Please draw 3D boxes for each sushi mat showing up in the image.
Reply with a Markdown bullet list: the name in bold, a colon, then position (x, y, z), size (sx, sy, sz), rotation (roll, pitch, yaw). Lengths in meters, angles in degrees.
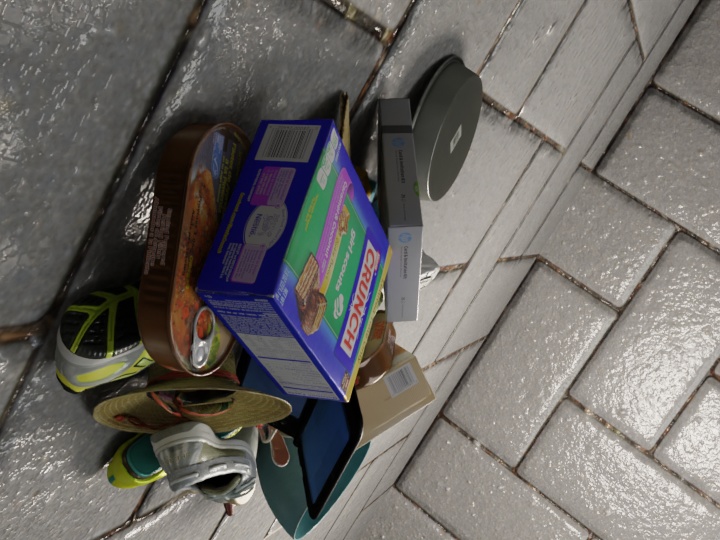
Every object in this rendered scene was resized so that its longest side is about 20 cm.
- **sushi mat**: position (-0.015, -0.083, 0.879), size (0.202, 0.012, 0.097), rotation (86, 8, -46)

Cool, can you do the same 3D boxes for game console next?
- **game console**: position (-0.084, 0.165, 0.962), size (0.117, 0.174, 0.202), rotation (-60, 176, -50)

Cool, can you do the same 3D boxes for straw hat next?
- **straw hat**: position (-0.165, 0.099, 0.792), size (0.202, 0.197, 0.087), rotation (78, 9, -67)

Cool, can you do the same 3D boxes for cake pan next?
- **cake pan**: position (0.111, -0.180, 1.080), size (0.201, 0.036, 0.202), rotation (-54, 157, -35)

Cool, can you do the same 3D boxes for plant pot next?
- **plant pot**: position (-0.094, 0.315, 1.330), size (0.201, 0.134, 0.201), rotation (-49, 162, -22)

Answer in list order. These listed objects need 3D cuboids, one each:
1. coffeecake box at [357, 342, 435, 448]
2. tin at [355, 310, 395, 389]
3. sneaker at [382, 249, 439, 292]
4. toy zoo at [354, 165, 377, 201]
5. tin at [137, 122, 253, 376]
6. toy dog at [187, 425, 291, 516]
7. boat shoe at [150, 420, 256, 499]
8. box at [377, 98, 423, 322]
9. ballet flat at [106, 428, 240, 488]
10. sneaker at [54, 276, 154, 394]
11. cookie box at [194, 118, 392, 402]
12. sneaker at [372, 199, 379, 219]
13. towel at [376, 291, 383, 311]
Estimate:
- **coffeecake box**: position (-0.003, 0.168, 1.168), size (0.152, 0.074, 0.200), rotation (-30, -166, -11)
- **tin**: position (-0.007, 0.112, 1.113), size (0.111, 0.042, 0.200), rotation (-27, -167, 14)
- **sneaker**: position (0.000, 0.000, 1.004), size (0.198, 0.100, 0.078), rotation (-17, 156, -39)
- **toy zoo**: position (-0.034, -0.038, 0.999), size (0.201, 0.020, 0.132), rotation (-58, 167, -24)
- **tin**: position (-0.128, -0.018, 0.658), size (0.112, 0.041, 0.204), rotation (18, 79, -65)
- **toy dog**: position (-0.152, 0.253, 1.109), size (0.199, 0.131, 0.097), rotation (-35, 133, -28)
- **boat shoe**: position (-0.158, 0.213, 0.853), size (0.073, 0.066, 0.203), rotation (-19, 154, 1)
- **box**: position (0.042, -0.070, 0.924), size (0.157, 0.040, 0.202), rotation (89, 0, -49)
- **ballet flat**: position (-0.210, 0.193, 0.935), size (0.067, 0.067, 0.199), rotation (-41, 171, 35)
- **sneaker**: position (-0.186, 0.044, 0.717), size (0.199, 0.076, 0.077), rotation (-20, 154, -50)
- **cookie box**: position (-0.047, -0.003, 0.720), size (0.201, 0.074, 0.173), rotation (62, 39, -55)
- **sneaker**: position (0.008, 0.007, 1.121), size (0.200, 0.079, 0.131), rotation (-48, 155, -20)
- **towel**: position (-0.070, 0.019, 0.845), size (0.200, 0.023, 0.144), rotation (44, 76, -31)
